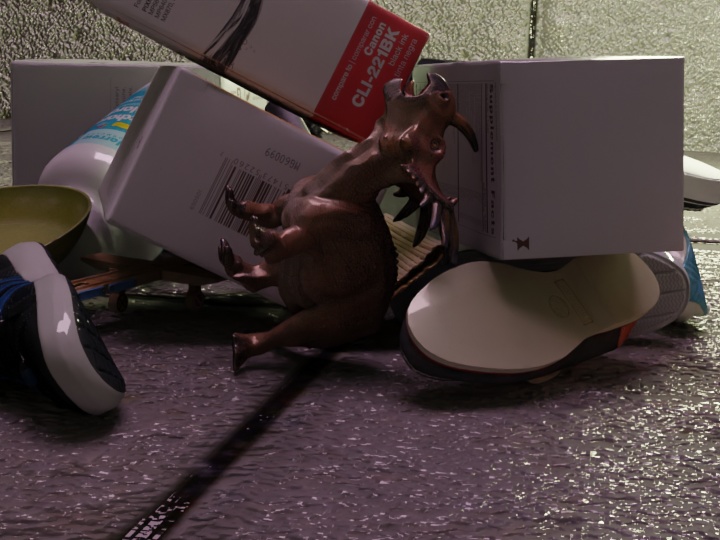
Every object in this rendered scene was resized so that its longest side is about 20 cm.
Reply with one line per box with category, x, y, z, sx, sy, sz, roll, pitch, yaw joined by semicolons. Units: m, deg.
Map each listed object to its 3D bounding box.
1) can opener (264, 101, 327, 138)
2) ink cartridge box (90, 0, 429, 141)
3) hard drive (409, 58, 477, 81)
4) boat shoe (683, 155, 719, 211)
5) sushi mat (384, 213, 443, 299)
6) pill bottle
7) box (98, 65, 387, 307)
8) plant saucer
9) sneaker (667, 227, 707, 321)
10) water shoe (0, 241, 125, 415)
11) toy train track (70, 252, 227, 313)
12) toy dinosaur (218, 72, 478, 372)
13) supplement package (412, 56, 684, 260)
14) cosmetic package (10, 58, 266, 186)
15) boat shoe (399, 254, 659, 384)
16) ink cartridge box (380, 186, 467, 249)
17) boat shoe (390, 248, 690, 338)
can opener;-0.048;-0.090;1.146;0.079;0.063;0.200;-35;38;-2
ink cartridge box;-0.071;-0.166;0.905;0.200;0.084;0.144;26;4;-12
hard drive;0.122;-0.139;1.068;0.134;0.042;0.200;1;12;-19
boat shoe;0.160;-0.057;0.972;0.199;0.068;0.074;10;16;18
sushi mat;0.000;0.000;0.933;0.096;0.012;0.200;-36;12;-3
pill bottle;-0.183;-0.069;1.089;0.110;0.111;0.200;6;33;22
box;-0.086;-0.059;0.924;0.152;0.107;0.200;26;3;-15
plant saucer;-0.278;-0.011;0.926;0.199;0.031;0.200;-9;20;3
sneaker;0.193;0.000;1.004;0.081;0.077;0.200;-17;12;-7
water shoe;-0.178;0.042;0.708;0.079;0.072;0.200;-29;19;-12
toy train track;-0.160;0.018;0.900;0.114;0.033;0.200;8;12;27
toy dinosaur;-0.007;-0.007;0.776;0.135;0.200;0.086;-2;46;-15
supplement package;0.107;-0.073;0.831;0.109;0.114;0.200;-3;9;-11
cosmetic package;-0.204;-0.114;1.285;0.199;0.167;0.167;3;9;10
boat shoe;0.093;0.032;0.784;0.200;0.071;0.063;-13;-24;-43
ink cartridge box;0.111;-0.065;1.117;0.116;0.067;0.200;41;37;19
boat shoe;0.118;0.005;0.913;0.199;0.072;0.062;1;17;9
